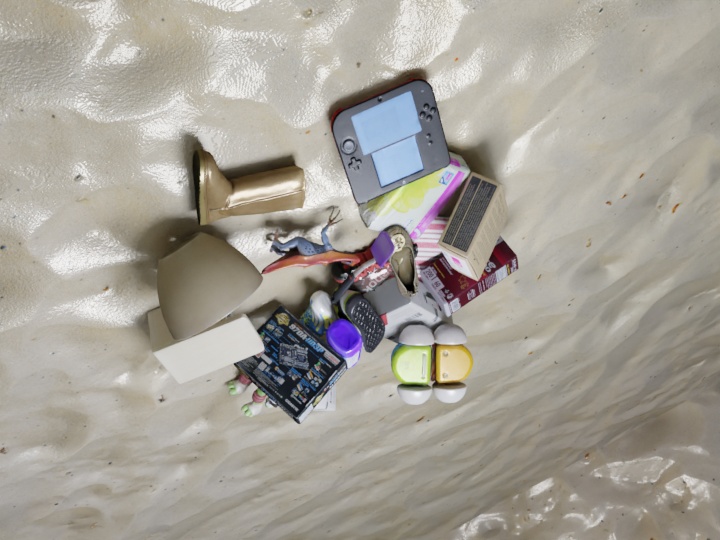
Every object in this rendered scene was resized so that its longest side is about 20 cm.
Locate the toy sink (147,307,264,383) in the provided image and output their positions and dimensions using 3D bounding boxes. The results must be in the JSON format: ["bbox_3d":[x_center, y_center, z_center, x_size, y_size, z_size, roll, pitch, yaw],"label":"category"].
[{"bbox_3d":[-0.314,0.121,1.478,0.196,0.114,0.131,-21,142,1],"label":"toy sink"}]

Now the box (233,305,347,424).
[{"bbox_3d":[-0.149,0.194,1.516,0.159,0.198,0.046,-47,160,-19],"label":"box"}]

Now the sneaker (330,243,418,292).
[{"bbox_3d":[0.034,-0.007,1.574,0.196,0.072,0.099,-20,142,-6],"label":"sneaker"}]

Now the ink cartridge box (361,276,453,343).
[{"bbox_3d":[0.107,0.097,1.702,0.145,0.085,0.199,-26,146,27],"label":"ink cartridge box"}]

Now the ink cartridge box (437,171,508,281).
[{"bbox_3d":[0.238,-0.087,1.500,0.168,0.074,0.200,-63,160,-5],"label":"ink cartridge box"}]

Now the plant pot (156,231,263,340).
[{"bbox_3d":[-0.295,0.011,1.326,0.197,0.201,0.136,-30,105,4],"label":"plant pot"}]

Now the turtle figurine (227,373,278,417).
[{"bbox_3d":[-0.249,0.251,1.645,0.142,0.202,0.195,29,128,-8],"label":"turtle figurine"}]

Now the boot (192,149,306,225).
[{"bbox_3d":[-0.193,-0.159,1.273,0.195,0.067,0.176,-12,152,-18],"label":"boot"}]

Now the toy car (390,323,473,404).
[{"bbox_3d":[0.157,0.212,1.699,0.195,0.150,0.180,-1,96,-15],"label":"toy car"}]

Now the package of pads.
[{"bbox_3d":[0.103,-0.158,1.444,0.152,0.069,0.201,10,128,-39],"label":"package of pads"}]

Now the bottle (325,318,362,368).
[{"bbox_3d":[-0.039,0.173,1.595,0.065,0.084,0.201,-39,165,-17],"label":"bottle"}]

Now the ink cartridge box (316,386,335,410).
[{"bbox_3d":[-0.113,0.241,1.648,0.082,0.150,0.200,-2,166,10],"label":"ink cartridge box"}]

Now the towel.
[{"bbox_3d":[0.157,-0.047,1.641,0.143,0.030,0.202,1,134,-28],"label":"towel"}]

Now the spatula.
[{"bbox_3d":[0.000,0.000,1.473,0.020,0.057,0.200,13,130,-49],"label":"spatula"}]

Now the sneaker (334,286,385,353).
[{"bbox_3d":[-0.006,0.100,1.590,0.072,0.082,0.202,-44,141,-20],"label":"sneaker"}]

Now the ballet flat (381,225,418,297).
[{"bbox_3d":[0.089,-0.011,1.505,0.066,0.047,0.202,-23,136,-6],"label":"ballet flat"}]

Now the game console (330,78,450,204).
[{"bbox_3d":[0.055,-0.233,1.301,0.196,0.031,0.180,-23,114,-4],"label":"game console"}]

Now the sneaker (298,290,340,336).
[{"bbox_3d":[-0.098,0.111,1.608,0.103,0.077,0.200,-22,155,7],"label":"sneaker"}]

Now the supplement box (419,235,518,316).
[{"bbox_3d":[0.245,-0.001,1.626,0.198,0.110,0.061,-34,147,-4],"label":"supplement box"}]

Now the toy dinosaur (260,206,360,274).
[{"bbox_3d":[-0.091,-0.022,1.426,0.178,0.203,0.105,22,146,-7],"label":"toy dinosaur"}]
